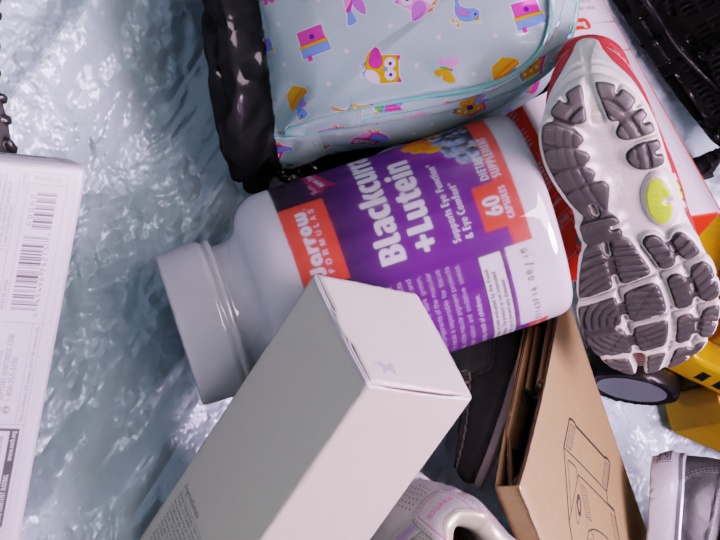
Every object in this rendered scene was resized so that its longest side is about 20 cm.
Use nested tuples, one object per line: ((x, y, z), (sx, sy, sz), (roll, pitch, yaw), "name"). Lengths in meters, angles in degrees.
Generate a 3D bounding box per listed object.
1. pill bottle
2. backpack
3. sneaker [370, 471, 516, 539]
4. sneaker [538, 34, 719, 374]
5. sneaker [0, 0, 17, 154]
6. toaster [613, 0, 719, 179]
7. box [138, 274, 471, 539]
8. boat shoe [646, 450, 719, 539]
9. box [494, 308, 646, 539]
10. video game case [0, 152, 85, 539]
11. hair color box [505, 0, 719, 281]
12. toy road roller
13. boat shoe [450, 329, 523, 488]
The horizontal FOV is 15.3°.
((0.000, 0.000, 1.397), (0.200, 0.111, 0.112), (-19, 94, -4), "pill bottle")
((0.016, -0.132, 1.421), (0.200, 0.127, 0.167), (-8, 90, 3), "backpack")
((0.064, 0.189, 1.384), (0.081, 0.088, 0.200), (-43, 112, -20), "sneaker")
((0.142, -0.036, 1.404), (0.085, 0.077, 0.200), (-87, 165, -54), "sneaker")
((-0.208, -0.090, 1.321), (0.098, 0.071, 0.201), (33, 66, -28), "sneaker")
((0.247, -0.181, 1.623), (0.119, 0.200, 0.181), (-39, 98, -38), "toaster")
((-0.032, 0.103, 1.340), (0.068, 0.200, 0.082), (11, 38, -36), "box")
((0.193, 0.204, 1.552), (0.069, 0.057, 0.200), (-36, 127, -78), "boat shoe")
((0.120, 0.136, 1.483), (0.164, 0.021, 0.200), (-75, 151, -50), "box")
((-0.228, 0.038, 1.269), (0.182, 0.023, 0.200), (4, 103, -37), "video game case")
((0.109, -0.094, 1.521), (0.101, 0.061, 0.200), (-8, 62, -36), "hair color box")
((0.241, 0.033, 1.596), (0.200, 0.146, 0.123), (24, 68, -32), "toy road roller")
((0.073, 0.027, 1.530), (0.057, 0.067, 0.200), (16, 67, 4), "boat shoe")
